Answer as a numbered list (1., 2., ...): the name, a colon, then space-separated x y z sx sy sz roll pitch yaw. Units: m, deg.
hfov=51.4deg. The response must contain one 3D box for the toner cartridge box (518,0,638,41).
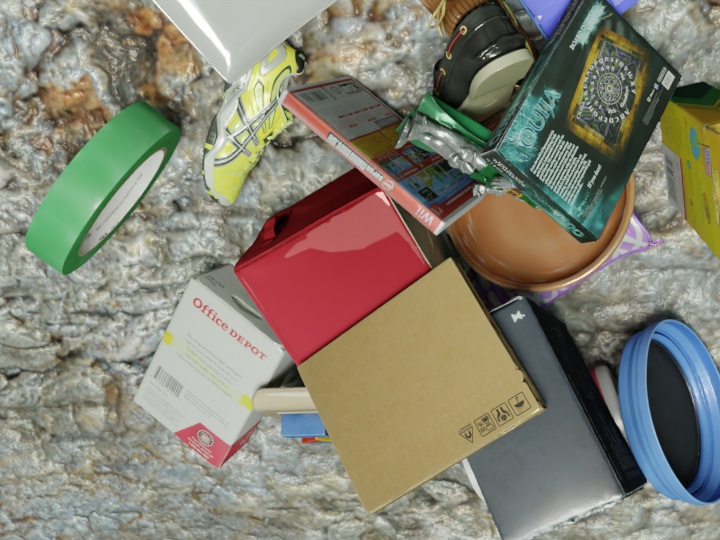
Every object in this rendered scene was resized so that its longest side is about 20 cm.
1. toner cartridge box: 0.249 -0.307 0.720 0.200 0.043 0.095 -35 104 20

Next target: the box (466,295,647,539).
1. box: 0.181 0.152 0.759 0.123 0.196 0.201 -29 67 16

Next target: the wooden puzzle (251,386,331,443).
1. wooden puzzle: -0.019 0.185 0.909 0.184 0.047 0.200 -3 157 9

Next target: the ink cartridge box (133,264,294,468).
1. ink cartridge box: -0.170 0.116 0.923 0.145 0.083 0.201 37 115 11

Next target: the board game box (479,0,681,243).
1. board game box: 0.209 -0.146 0.696 0.135 0.028 0.201 37 73 -16

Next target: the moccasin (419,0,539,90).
1. moccasin: 0.103 -0.260 0.742 0.073 0.078 0.202 -33 105 19

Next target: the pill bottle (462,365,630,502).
1. pill bottle: 0.228 0.205 0.903 0.199 0.120 0.120 -26 107 18

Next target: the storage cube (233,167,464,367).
1. storage cube: 0.000 0.000 0.820 0.179 0.171 0.201 -28 106 17

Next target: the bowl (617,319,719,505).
1. bowl: 0.351 0.156 0.829 0.039 0.201 0.201 -22 111 44

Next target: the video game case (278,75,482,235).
1. video game case: 0.028 -0.123 0.749 0.200 0.143 0.017 41 121 9

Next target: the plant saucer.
1. plant saucer: 0.187 -0.076 0.788 0.199 0.037 0.202 -3 83 26

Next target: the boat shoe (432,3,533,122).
1. boat shoe: 0.106 -0.183 0.720 0.073 0.201 0.063 -24 83 -10

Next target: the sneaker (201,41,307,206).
1. sneaker: -0.119 -0.158 0.820 0.076 0.075 0.201 21 116 1

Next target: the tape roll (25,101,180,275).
1. tape roll: -0.273 -0.088 0.803 0.048 0.201 0.201 38 113 -9

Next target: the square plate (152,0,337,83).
1. square plate: -0.124 -0.298 0.686 0.199 0.029 0.198 -24 120 37

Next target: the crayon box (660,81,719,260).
1. crayon box: 0.338 -0.097 0.713 0.050 0.200 0.128 -10 112 12

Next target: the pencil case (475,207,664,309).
1. pencil case: 0.223 -0.010 0.829 0.200 0.084 0.086 -38 67 22

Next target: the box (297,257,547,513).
1. box: 0.049 0.109 0.708 0.200 0.021 0.164 -37 68 19

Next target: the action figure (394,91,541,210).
1. action figure: 0.133 -0.097 0.723 0.199 0.118 0.055 24 86 -10
